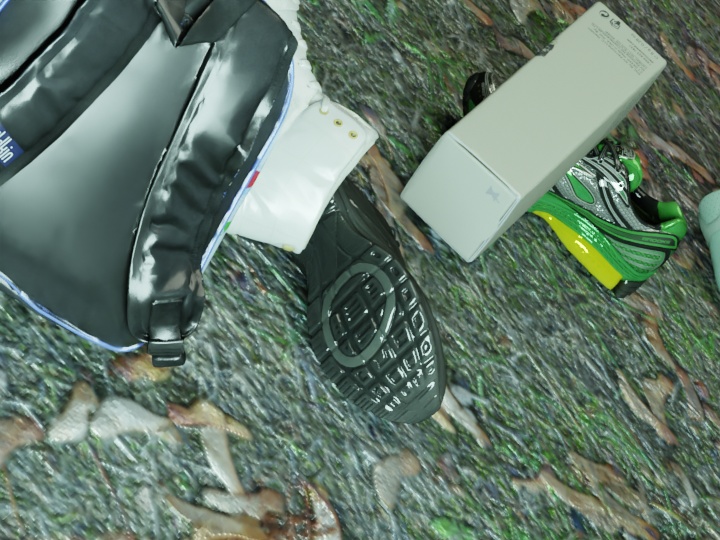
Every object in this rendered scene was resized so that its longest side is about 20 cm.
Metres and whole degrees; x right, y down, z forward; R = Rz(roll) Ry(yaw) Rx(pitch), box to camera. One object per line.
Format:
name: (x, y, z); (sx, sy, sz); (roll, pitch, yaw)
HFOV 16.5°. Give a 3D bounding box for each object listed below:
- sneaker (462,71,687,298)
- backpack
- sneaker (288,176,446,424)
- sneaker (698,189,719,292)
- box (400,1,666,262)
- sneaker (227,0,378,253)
sneaker: (0.152, -0.076, 1.775); (0.200, 0.085, 0.078); (41, 27, -15)
backpack: (-0.130, -0.083, 1.218); (0.200, 0.191, 0.154); (32, 14, -32)
sneaker: (0.000, 0.000, 1.451); (0.091, 0.076, 0.201); (14, 45, -63)
sneaker: (0.352, -0.010, 2.007); (0.200, 0.074, 0.119); (19, 45, -42)
box: (0.118, -0.095, 1.668); (0.068, 0.082, 0.200); (43, 47, 6)
sneaker: (-0.041, -0.106, 1.406); (0.115, 0.074, 0.201); (18, 73, -5)
